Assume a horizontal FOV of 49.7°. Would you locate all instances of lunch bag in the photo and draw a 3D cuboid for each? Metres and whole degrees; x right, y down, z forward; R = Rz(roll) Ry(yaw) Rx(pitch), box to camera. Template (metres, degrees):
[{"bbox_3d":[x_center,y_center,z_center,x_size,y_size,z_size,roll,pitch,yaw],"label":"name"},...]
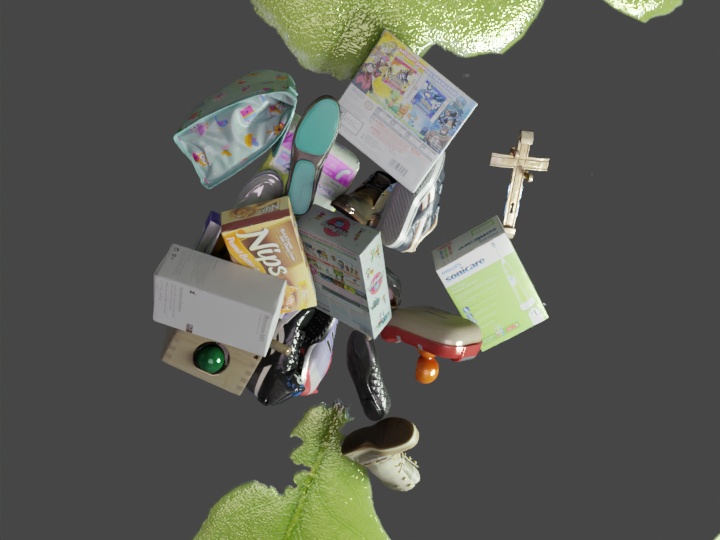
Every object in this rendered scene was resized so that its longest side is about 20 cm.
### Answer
[{"bbox_3d":[-0.184,-0.241,1.251,0.197,0.171,0.123,-30,112,7],"label":"lunch bag"}]

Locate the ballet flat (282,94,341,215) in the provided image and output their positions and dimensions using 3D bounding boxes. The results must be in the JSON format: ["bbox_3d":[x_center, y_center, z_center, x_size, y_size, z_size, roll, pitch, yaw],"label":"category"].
[{"bbox_3d":[-0.086,-0.191,1.269,0.067,0.069,0.204,18,106,-13],"label":"ballet flat"}]

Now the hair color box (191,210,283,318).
[{"bbox_3d":[-0.204,-0.009,1.400,0.197,0.065,0.111,26,105,-19],"label":"hair color box"}]

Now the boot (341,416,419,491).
[{"bbox_3d":[0.075,0.372,1.556,0.198,0.073,0.155,-24,121,42],"label":"boot"}]

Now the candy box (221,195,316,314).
[{"bbox_3d":[-0.147,-0.016,1.279,0.113,0.056,0.203,-13,131,0],"label":"candy box"}]

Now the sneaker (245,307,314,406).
[{"bbox_3d":[-0.125,0.164,1.441,0.112,0.073,0.201,41,96,19],"label":"sneaker"}]

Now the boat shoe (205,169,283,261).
[{"bbox_3d":[-0.197,-0.078,1.299,0.070,0.070,0.201,38,104,-15],"label":"boat shoe"}]

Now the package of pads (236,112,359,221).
[{"bbox_3d":[-0.107,-0.148,1.357,0.153,0.068,0.202,31,105,-17],"label":"package of pads"}]

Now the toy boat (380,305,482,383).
[{"bbox_3d":[0.124,0.143,1.440,0.129,0.197,0.134,-3,105,-46],"label":"toy boat"}]

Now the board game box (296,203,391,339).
[{"bbox_3d":[-0.027,0.003,1.329,0.064,0.146,0.203,-45,144,-30],"label":"board game box"}]

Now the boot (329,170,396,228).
[{"bbox_3d":[0.007,-0.133,1.328,0.074,0.200,0.098,31,97,11],"label":"boot"}]

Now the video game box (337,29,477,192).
[{"bbox_3d":[0.068,-0.268,1.316,0.199,0.047,0.183,38,105,1],"label":"video game box"}]

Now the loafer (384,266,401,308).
[{"bbox_3d":[0.000,0.000,1.429,0.198,0.073,0.073,32,106,-18],"label":"loafer"}]

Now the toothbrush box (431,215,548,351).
[{"bbox_3d":[0.243,0.026,1.463,0.144,0.087,0.202,-28,114,12],"label":"toothbrush box"}]

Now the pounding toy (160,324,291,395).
[{"bbox_3d":[-0.235,0.111,1.366,0.181,0.201,0.144,27,108,-18],"label":"pounding toy"}]

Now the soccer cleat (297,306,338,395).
[{"bbox_3d":[-0.080,0.148,1.489,0.072,0.068,0.204,14,106,-40],"label":"soccer cleat"}]

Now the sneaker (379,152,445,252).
[{"bbox_3d":[0.105,-0.129,1.394,0.079,0.078,0.203,21,98,-45],"label":"sneaker"}]

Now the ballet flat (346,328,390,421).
[{"bbox_3d":[0.016,0.201,1.534,0.065,0.057,0.205,0,113,30],"label":"ballet flat"}]

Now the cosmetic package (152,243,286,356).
[{"bbox_3d":[-0.225,0.048,1.245,0.195,0.082,0.114,18,134,1],"label":"cosmetic package"}]

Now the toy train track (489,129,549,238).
[{"bbox_3d":[0.290,-0.154,1.435,0.112,0.033,0.205,3,112,-10],"label":"toy train track"}]
